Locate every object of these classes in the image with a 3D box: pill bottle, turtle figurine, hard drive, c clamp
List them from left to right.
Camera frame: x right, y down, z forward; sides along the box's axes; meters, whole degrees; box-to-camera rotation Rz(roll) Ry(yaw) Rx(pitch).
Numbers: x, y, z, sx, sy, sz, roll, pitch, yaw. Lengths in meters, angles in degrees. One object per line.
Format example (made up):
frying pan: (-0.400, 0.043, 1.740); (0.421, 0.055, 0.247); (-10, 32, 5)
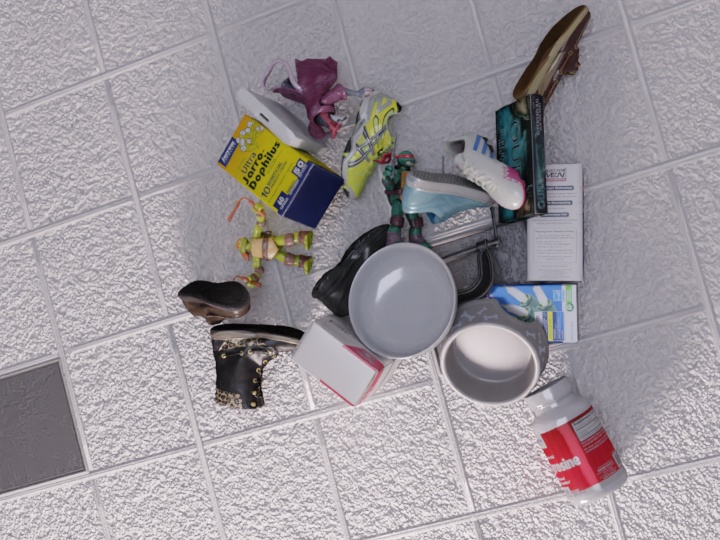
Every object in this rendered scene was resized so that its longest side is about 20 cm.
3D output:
turtle figurine: (-0.171, -0.033, 1.825); (0.158, 0.064, 0.204); (7, 100, 9)
hard drive: (-0.138, -0.265, 1.743); (0.132, 0.200, 0.026); (43, 100, 10)
turtle figurine: (0.089, -0.142, 1.743); (0.147, 0.100, 0.204); (0, 93, -27)
c clamp: (0.169, -0.004, 1.730); (0.198, 0.027, 0.173); (-24, 53, 22)
pill bottle: (0.366, 0.290, 1.665); (0.111, 0.112, 0.202); (-29, 83, 13)

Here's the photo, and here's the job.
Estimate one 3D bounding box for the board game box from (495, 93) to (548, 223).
board game box: (0.276, -0.190, 1.670); (0.028, 0.135, 0.204); (-1, 86, -18)

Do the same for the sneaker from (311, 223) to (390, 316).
sneaker: (0.000, 0.000, 1.762); (0.091, 0.076, 0.200); (44, 75, -7)

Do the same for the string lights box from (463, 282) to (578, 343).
string lights box: (0.285, 0.076, 1.710); (0.196, 0.059, 0.105); (-2, 91, 15)

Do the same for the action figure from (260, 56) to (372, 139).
action figure: (-0.076, -0.314, 1.737); (0.135, 0.147, 0.201); (-55, 35, 28)

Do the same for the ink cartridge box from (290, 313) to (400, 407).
ink cartridge box: (-0.018, 0.152, 1.718); (0.146, 0.200, 0.083); (35, 102, 11)

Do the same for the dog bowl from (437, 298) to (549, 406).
dog bowl: (0.227, 0.149, 1.677); (0.196, 0.059, 0.203); (7, 123, 11)

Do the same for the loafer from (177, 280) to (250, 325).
loafer: (-0.266, 0.064, 1.824); (0.198, 0.073, 0.072); (10, 129, 50)

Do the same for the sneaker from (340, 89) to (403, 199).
sneaker: (0.019, -0.225, 1.769); (0.075, 0.075, 0.203); (18, 96, 14)

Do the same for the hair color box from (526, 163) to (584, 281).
hair color box: (0.341, -0.083, 1.693); (0.098, 0.060, 0.204); (0, 91, 15)

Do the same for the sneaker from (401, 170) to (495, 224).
sneaker: (0.150, -0.122, 1.700); (0.074, 0.197, 0.083); (47, 123, 51)

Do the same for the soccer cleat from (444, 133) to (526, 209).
soccer cleat: (0.210, -0.168, 1.673); (0.201, 0.085, 0.071); (-122, 36, -45)

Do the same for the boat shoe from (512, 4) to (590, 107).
boat shoe: (0.348, -0.367, 1.694); (0.072, 0.072, 0.202); (34, 88, -19)

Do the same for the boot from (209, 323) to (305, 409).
boot: (-0.189, 0.182, 1.828); (0.196, 0.073, 0.153); (3, 99, 1)

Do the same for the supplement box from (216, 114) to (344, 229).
supplement box: (-0.147, -0.180, 1.763); (0.199, 0.109, 0.110); (38, 100, 32)

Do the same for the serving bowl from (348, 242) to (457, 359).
serving bowl: (0.081, 0.058, 1.686); (0.197, 0.066, 0.204); (-6, 75, 21)
